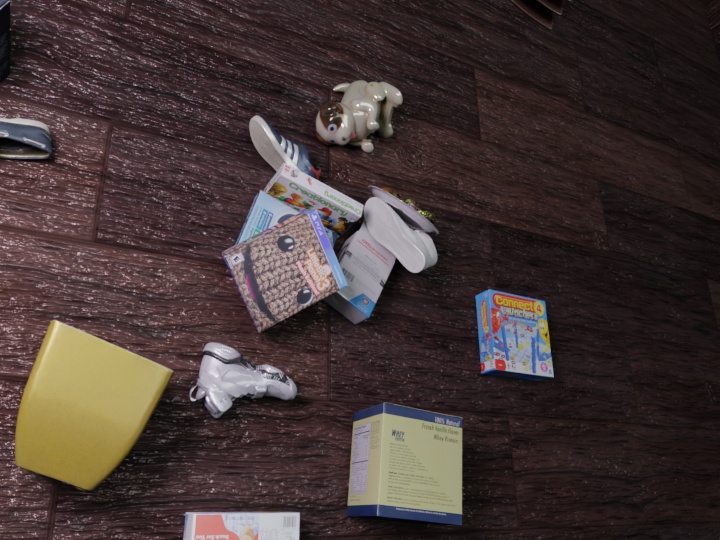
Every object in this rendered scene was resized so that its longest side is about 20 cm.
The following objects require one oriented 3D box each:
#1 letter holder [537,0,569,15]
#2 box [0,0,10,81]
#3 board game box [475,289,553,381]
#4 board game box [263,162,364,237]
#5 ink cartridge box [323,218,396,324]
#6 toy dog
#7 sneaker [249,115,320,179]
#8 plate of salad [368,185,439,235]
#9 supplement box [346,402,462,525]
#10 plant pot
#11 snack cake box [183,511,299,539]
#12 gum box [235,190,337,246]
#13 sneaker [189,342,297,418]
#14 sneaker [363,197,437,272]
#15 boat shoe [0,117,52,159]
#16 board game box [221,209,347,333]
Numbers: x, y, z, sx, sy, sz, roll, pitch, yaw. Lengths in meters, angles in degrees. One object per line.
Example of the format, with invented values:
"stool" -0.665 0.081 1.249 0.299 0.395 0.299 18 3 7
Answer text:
"letter holder" 0.614 -0.941 2.059 0.196 0.100 0.146 24 63 -21
"box" -0.709 -0.422 1.010 0.198 0.196 0.126 38 57 -12
"board game box" 0.388 0.166 1.527 0.195 0.056 0.202 11 67 -27
"board game box" -0.105 -0.146 1.309 0.196 0.126 0.036 26 60 -19
"ink cartridge box" 0.000 0.000 1.351 0.115 0.067 0.203 37 57 -15
"toy dog" -0.021 -0.374 1.443 0.194 0.140 0.199 45 55 8
"sneaker" -0.165 -0.269 1.355 0.202 0.074 0.085 53 56 -15
"plate of salad" 0.104 -0.146 1.399 0.197 0.200 0.049 35 88 -15
"supplement box" 0.091 0.392 1.215 0.195 0.134 0.206 16 64 -25
"plant pot" -0.431 0.221 0.945 0.191 0.194 0.205 27 69 -18
"snack cake box" -0.205 0.481 1.046 0.195 0.067 0.119 11 68 -27
"gum box" -0.161 -0.045 1.286 0.196 0.044 0.174 28 61 -18
"sneaker" -0.220 0.226 1.132 0.196 0.075 0.117 28 60 -13
"sneaker" 0.093 -0.080 1.368 0.202 0.074 0.115 53 25 14
"boat shoe" -0.643 -0.223 1.052 0.196 0.075 0.063 -3 61 -41
"board game box" -0.149 -0.003 1.183 0.196 0.097 0.163 -28 102 -12
